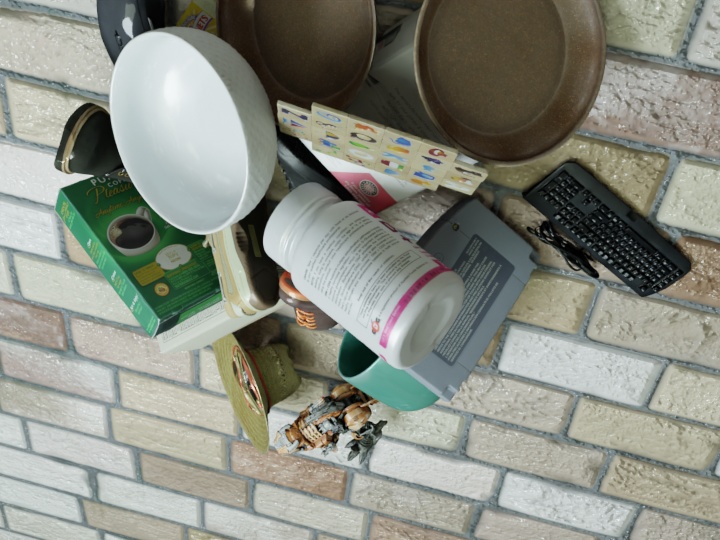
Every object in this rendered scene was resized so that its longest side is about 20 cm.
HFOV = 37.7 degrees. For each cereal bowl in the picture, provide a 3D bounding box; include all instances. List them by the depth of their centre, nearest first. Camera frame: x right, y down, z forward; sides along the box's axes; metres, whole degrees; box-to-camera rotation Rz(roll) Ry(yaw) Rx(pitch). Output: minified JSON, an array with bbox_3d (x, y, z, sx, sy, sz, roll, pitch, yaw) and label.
[{"bbox_3d":[-0.154,-0.144,1.042,0.199,0.083,0.202,21,124,34],"label":"cereal bowl"}]

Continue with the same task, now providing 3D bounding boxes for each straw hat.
[{"bbox_3d":[-0.126,0.142,1.420,0.084,0.201,0.202,-21,138,-20],"label":"straw hat"}]

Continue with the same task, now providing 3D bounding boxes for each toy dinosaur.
[{"bbox_3d":[-0.016,0.192,1.394,0.198,0.103,0.136,-11,158,5],"label":"toy dinosaur"}]

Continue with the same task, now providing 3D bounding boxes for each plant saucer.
[{"bbox_3d":[0.131,-0.198,0.956,0.200,0.201,0.037,46,171,-25],"label":"plant saucer"},{"bbox_3d":[-0.056,-0.238,1.012,0.199,0.037,0.203,12,111,36],"label":"plant saucer"}]

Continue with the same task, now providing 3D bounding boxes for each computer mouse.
[{"bbox_3d":[-0.213,-0.224,1.091,0.139,0.046,0.202,20,129,19],"label":"computer mouse"}]

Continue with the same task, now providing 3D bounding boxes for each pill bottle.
[{"bbox_3d":[0.000,0.000,1.091,0.199,0.113,0.114,37,142,24],"label":"pill bottle"}]

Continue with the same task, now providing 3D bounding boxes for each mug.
[{"bbox_3d":[0.071,0.083,1.251,0.114,0.153,0.185,33,136,-20],"label":"mug"}]

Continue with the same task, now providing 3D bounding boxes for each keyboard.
[{"bbox_3d":[0.262,-0.028,1.158,0.199,0.040,0.104,37,133,-16],"label":"keyboard"}]

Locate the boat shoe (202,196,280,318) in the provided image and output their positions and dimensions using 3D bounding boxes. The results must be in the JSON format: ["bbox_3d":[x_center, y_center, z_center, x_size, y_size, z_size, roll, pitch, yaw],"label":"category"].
[{"bbox_3d":[-0.149,-0.045,1.185,0.076,0.202,0.071,-21,160,33],"label":"boat shoe"}]

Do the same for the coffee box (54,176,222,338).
[{"bbox_3d":[-0.246,-0.031,1.214,0.200,0.123,0.044,49,140,13],"label":"coffee box"}]

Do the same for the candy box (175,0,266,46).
[{"bbox_3d":[-0.172,-0.209,1.139,0.102,0.027,0.200,37,133,-12],"label":"candy box"}]

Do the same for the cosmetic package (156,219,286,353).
[{"bbox_3d":[-0.173,0.021,1.300,0.199,0.105,0.073,-26,166,38],"label":"cosmetic package"}]

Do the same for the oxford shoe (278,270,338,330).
[{"bbox_3d":[-0.048,0.039,1.221,0.071,0.200,0.073,31,99,19],"label":"oxford shoe"}]

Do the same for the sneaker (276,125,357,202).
[{"bbox_3d":[-0.060,-0.087,1.196,0.199,0.060,0.104,37,129,-22],"label":"sneaker"}]

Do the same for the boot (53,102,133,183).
[{"bbox_3d":[-0.237,-0.119,1.144,0.137,0.200,0.078,24,102,2],"label":"boot"}]

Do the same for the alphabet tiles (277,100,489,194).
[{"bbox_3d":[0.018,-0.112,0.980,0.198,0.006,0.166,19,173,0],"label":"alphabet tiles"}]

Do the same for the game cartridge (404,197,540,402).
[{"bbox_3d":[0.102,0.027,1.173,0.133,0.201,0.041,37,169,-14],"label":"game cartridge"}]

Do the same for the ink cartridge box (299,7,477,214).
[{"bbox_3d":[0.049,-0.164,1.066,0.199,0.085,0.146,-24,122,37],"label":"ink cartridge box"}]
